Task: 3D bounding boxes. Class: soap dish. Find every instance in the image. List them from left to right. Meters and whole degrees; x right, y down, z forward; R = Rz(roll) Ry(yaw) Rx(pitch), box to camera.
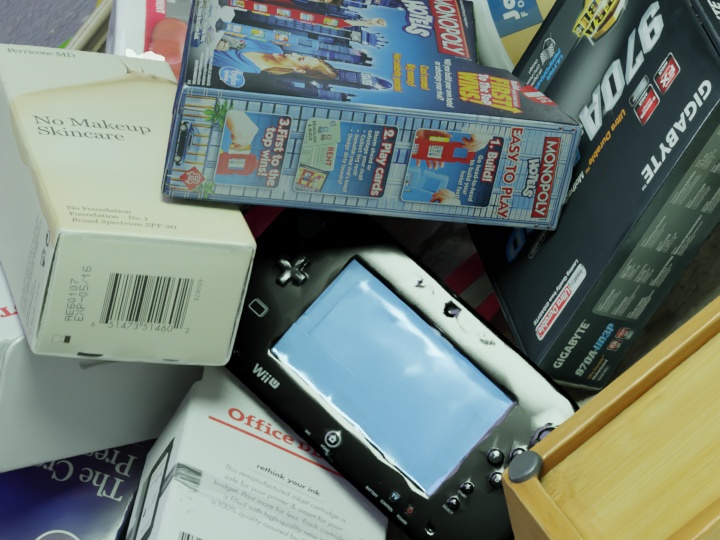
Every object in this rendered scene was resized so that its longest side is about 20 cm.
[{"bbox_3d":[0.166,0.089,1.301,0.200,0.081,0.157,-39,30,1],"label":"soap dish"}]

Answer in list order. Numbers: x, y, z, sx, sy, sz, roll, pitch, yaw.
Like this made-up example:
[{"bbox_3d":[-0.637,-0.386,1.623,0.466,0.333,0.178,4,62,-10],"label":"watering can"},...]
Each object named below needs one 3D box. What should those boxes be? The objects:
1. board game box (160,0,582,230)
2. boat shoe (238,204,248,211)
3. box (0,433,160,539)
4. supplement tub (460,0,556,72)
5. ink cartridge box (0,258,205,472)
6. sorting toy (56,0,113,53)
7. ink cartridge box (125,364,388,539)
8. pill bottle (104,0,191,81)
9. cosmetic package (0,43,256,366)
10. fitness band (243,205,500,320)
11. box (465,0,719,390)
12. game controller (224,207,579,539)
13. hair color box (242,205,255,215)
[{"bbox_3d":[0.007,-0.085,1.495,0.200,0.199,0.062,-89,11,-65],"label":"board game box"},{"bbox_3d":[-0.070,-0.065,1.607,0.200,0.071,0.070,-38,15,9],"label":"boat shoe"},{"bbox_3d":[-0.214,0.127,1.559,0.199,0.079,0.142,16,69,12],"label":"box"},{"bbox_3d":[0.140,-0.159,1.610,0.199,0.145,0.145,-19,36,32],"label":"supplement tub"},{"bbox_3d":[-0.186,0.013,1.537,0.144,0.085,0.200,-12,35,-38],"label":"ink cartridge box"},{"bbox_3d":[-0.160,-0.126,1.897,0.036,0.185,0.200,34,70,17],"label":"sorting toy"},{"bbox_3d":[-0.052,0.135,1.457,0.068,0.116,0.201,-54,16,40],"label":"ink cartridge box"},{"bbox_3d":[-0.048,-0.099,1.695,0.199,0.111,0.111,6,33,-8],"label":"pill bottle"},{"bbox_3d":[-0.128,-0.035,1.481,0.200,0.103,0.073,-119,38,-54],"label":"cosmetic package"},{"bbox_3d":[0.000,0.000,1.592,0.143,0.038,0.200,28,51,34],"label":"fitness band"},{"bbox_3d":[0.127,-0.066,1.483,0.200,0.046,0.159,-58,35,31],"label":"box"},{"bbox_3d":[0.016,0.054,1.463,0.200,0.042,0.104,42,77,15],"label":"game controller"},{"bbox_3d":[-0.067,-0.063,1.803,0.200,0.061,0.100,-45,29,-7],"label":"hair color box"}]
